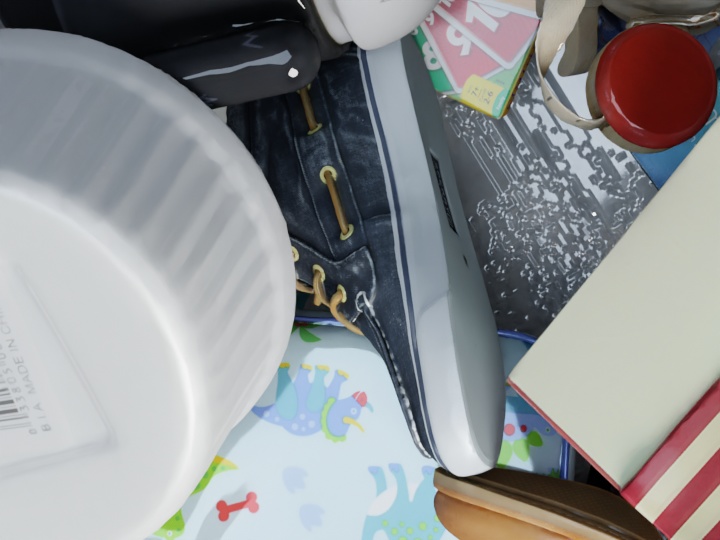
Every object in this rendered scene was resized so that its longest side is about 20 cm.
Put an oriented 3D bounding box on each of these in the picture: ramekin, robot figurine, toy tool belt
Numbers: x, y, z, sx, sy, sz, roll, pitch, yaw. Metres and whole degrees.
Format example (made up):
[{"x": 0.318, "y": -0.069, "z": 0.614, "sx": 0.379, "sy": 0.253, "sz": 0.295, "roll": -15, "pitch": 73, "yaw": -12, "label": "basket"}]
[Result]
[{"x": -0.131, "y": 0.018, "z": 0.697, "sx": 0.198, "sy": 0.098, "sz": 0.202, "roll": 5, "pitch": 120, "yaw": 9, "label": "ramekin"}, {"x": -0.058, "y": -0.143, "z": 0.742, "sx": 0.198, "sy": 0.125, "sz": 0.152, "roll": -7, "pitch": 96, "yaw": 13, "label": "robot figurine"}, {"x": 0.119, "y": -0.135, "z": 0.727, "sx": 0.124, "sy": 0.123, "sz": 0.202, "roll": 12, "pitch": 81, "yaw": -5, "label": "toy tool belt"}]

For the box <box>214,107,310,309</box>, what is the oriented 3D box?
[{"x": -0.032, "y": -0.069, "z": 0.864, "sx": 0.082, "sy": 0.049, "sz": 0.201, "roll": 27, "pitch": 102, "yaw": 6, "label": "box"}]

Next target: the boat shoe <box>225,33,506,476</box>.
[{"x": 0.000, "y": 0.000, "z": 0.759, "sx": 0.090, "sy": 0.071, "sz": 0.202, "roll": -18, "pitch": 63, "yaw": 16, "label": "boat shoe"}]

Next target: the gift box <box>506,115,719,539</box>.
[{"x": 0.190, "y": 0.016, "z": 0.686, "sx": 0.184, "sy": 0.200, "sz": 0.187, "roll": 42, "pitch": 107, "yaw": 14, "label": "gift box"}]

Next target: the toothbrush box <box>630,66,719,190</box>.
[{"x": 0.239, "y": -0.059, "z": 0.797, "sx": 0.199, "sy": 0.085, "sz": 0.147, "roll": -36, "pitch": 91, "yaw": 12, "label": "toothbrush box"}]

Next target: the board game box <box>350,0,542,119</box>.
[{"x": -0.007, "y": -0.153, "z": 0.810, "sx": 0.199, "sy": 0.030, "sz": 0.096, "roll": 26, "pitch": 102, "yaw": 8, "label": "board game box"}]

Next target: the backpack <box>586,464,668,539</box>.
[{"x": 0.192, "y": 0.151, "z": 0.816, "sx": 0.198, "sy": 0.127, "sz": 0.168, "roll": 17, "pitch": 98, "yaw": 4, "label": "backpack"}]

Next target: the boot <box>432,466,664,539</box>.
[{"x": 0.096, "y": 0.177, "z": 0.737, "sx": 0.199, "sy": 0.077, "sz": 0.156, "roll": 24, "pitch": 99, "yaw": -3, "label": "boot"}]

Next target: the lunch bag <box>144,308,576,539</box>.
[{"x": -0.005, "y": 0.100, "z": 0.807, "sx": 0.198, "sy": 0.082, "sz": 0.162, "roll": 4, "pitch": 85, "yaw": 5, "label": "lunch bag"}]
